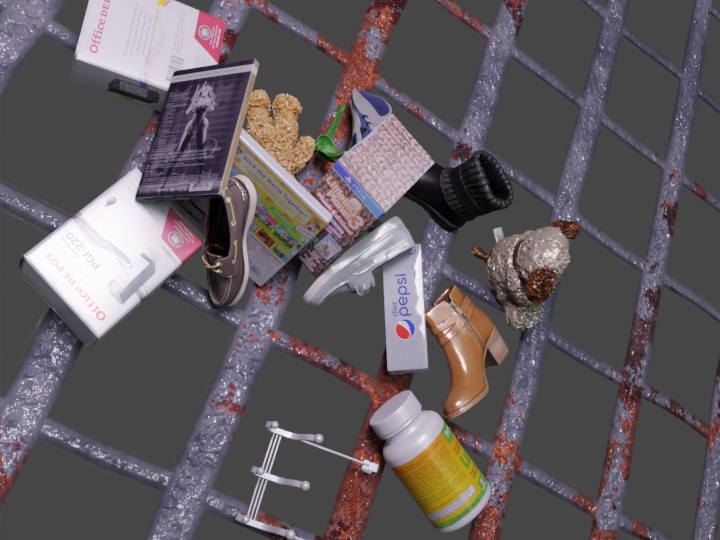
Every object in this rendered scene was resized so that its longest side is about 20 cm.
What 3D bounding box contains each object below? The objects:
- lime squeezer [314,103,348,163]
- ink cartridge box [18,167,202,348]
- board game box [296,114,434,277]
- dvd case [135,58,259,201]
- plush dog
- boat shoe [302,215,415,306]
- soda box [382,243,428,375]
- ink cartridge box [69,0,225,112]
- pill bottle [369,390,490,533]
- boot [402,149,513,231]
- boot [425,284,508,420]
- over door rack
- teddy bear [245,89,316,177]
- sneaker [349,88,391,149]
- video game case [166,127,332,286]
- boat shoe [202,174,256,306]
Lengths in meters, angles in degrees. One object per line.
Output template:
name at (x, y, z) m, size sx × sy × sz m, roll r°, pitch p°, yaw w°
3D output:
lime squeezer at (-0.043, -0.203, 1.280) m, size 0.038 × 0.070 × 0.201 m, roll 51°, pitch 17°, yaw -27°
ink cartridge box at (-0.338, -0.018, 1.077) m, size 0.146 × 0.085 × 0.200 m, roll 48°, pitch 62°, yaw -8°
board game box at (-0.010, -0.110, 1.182) m, size 0.097 × 0.200 × 0.160 m, roll 46°, pitch 47°, yaw -3°
dvd case at (-0.220, -0.188, 1.064) m, size 0.016 × 0.146 × 0.204 m, roll 39°, pitch 57°, yaw -54°
plush dog at (0.296, -0.018, 1.368) m, size 0.159 × 0.171 × 0.203 m, roll 34°, pitch 64°, yaw -16°
boat shoe at (0.000, 0.000, 1.235) m, size 0.199 × 0.072 × 0.069 m, roll -38°, pitch 86°, yaw -12°
soda box at (0.072, 0.064, 1.276) m, size 0.067 × 0.064 × 0.205 m, roll -4°, pitch 77°, yaw 5°
ink cartridge box at (-0.313, -0.326, 1.171) m, size 0.196 × 0.085 × 0.151 m, roll 16°, pitch 70°, yaw -22°
pill bottle at (0.103, 0.290, 1.218) m, size 0.111 × 0.111 × 0.202 m, roll -39°, pitch 97°, yaw -30°
boot at (0.145, -0.163, 1.333) m, size 0.210 × 0.157 × 0.080 m, roll 36°, pitch 63°, yaw -15°
boot at (0.153, 0.134, 1.312) m, size 0.155 × 0.073 × 0.200 m, roll 49°, pitch 48°, yaw -10°
over door rack at (-0.067, 0.321, 1.145) m, size 0.197 × 0.066 × 0.150 m, roll 27°, pitch 67°, yaw -20°
teddy bear at (-0.139, -0.193, 1.240) m, size 0.143 × 0.067 × 0.204 m, roll 22°, pitch 67°, yaw -19°
sneaker at (0.007, -0.204, 1.317) m, size 0.079 × 0.116 × 0.202 m, roll 12°, pitch 42°, yaw -27°
video game case at (-0.165, -0.092, 1.139) m, size 0.200 × 0.181 × 0.023 m, roll 43°, pitch 37°, yaw -11°
boat shoe at (-0.194, -0.034, 1.113) m, size 0.071 × 0.203 × 0.059 m, roll 30°, pitch 32°, yaw 27°
